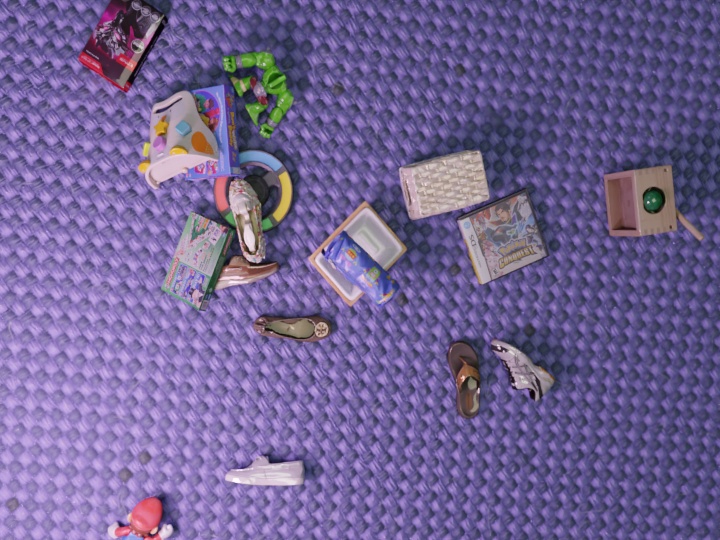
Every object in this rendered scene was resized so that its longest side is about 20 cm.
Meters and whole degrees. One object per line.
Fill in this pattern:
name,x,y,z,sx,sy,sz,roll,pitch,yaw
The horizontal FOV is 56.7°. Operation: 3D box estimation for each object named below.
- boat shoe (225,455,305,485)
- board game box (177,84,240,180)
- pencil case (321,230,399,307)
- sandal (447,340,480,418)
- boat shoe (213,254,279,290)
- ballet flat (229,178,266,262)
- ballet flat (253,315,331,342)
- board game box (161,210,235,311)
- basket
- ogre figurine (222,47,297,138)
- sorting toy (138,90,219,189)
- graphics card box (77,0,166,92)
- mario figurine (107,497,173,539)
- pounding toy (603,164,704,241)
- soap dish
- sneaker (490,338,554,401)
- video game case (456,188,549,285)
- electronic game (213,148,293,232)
boat shoe,-0.234,0.494,1.648,0.194,0.072,0.070,0,72,0
board game box,-0.356,-0.321,1.567,0.131,0.045,0.206,-2,94,23
pencil case,0.000,0.000,1.554,0.200,0.078,0.087,43,59,-6
sandal,0.269,0.281,1.695,0.079,0.055,0.206,-5,94,-6
boat shoe,-0.293,-0.002,1.608,0.194,0.076,0.074,-12,93,-7
ballet flat,-0.264,-0.119,1.566,0.074,0.064,0.205,-16,92,0
ballet flat,-0.167,0.141,1.642,0.194,0.046,0.069,6,93,-7
board game box,-0.386,-0.024,1.583,0.132,0.029,0.205,23,92,29
basket,0.206,-0.211,1.625,0.195,0.123,0.139,-15,96,-6
ogre figurine,-0.230,-0.429,1.577,0.118,0.098,0.203,-28,94,-1
sorting toy,-0.437,-0.316,1.540,0.196,0.106,0.185,-18,69,24
graphics card box,-0.553,-0.540,1.559,0.124,0.051,0.203,31,89,-7
mario figurine,-0.537,0.638,1.628,0.122,0.106,0.203,21,103,-43
pounding toy,0.720,-0.159,1.647,0.138,0.200,0.190,-8,94,-6
soap dish,-0.008,-0.041,1.632,0.200,0.081,0.158,-44,97,-2
sneaker,0.402,0.256,1.698,0.198,0.076,0.088,37,89,-6
video game case,0.363,-0.085,1.699,0.196,0.025,0.185,-22,95,-5
electronic game,-0.259,-0.191,1.615,0.194,0.042,0.206,0,94,-7
